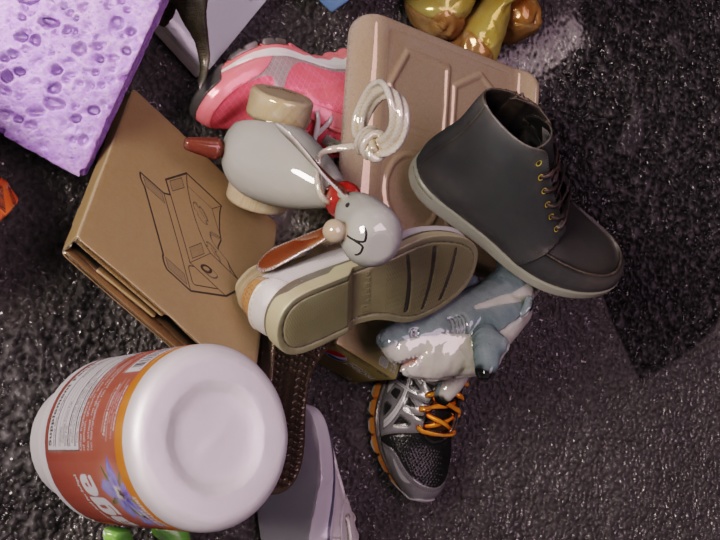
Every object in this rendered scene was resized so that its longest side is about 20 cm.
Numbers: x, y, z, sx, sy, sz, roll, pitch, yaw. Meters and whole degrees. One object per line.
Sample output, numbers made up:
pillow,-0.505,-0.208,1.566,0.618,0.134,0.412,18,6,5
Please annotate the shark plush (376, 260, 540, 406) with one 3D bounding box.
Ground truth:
shark plush,0.100,0.016,0.995,0.083,0.091,0.200,44,73,-1

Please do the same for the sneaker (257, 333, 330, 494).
sneaker,-0.074,0.072,0.959,0.070,0.075,0.203,38,55,-40

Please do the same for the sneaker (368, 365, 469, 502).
sneaker,0.059,0.092,1.054,0.077,0.077,0.204,8,80,-37

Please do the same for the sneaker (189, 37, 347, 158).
sneaker,-0.039,-0.130,0.997,0.198,0.074,0.087,-11,60,-38

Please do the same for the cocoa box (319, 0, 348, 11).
cocoa box,-0.033,-0.338,1.000,0.200,0.133,0.132,40,48,-26

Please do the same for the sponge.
sponge,-0.196,-0.180,0.861,0.110,0.030,0.202,26,94,-4

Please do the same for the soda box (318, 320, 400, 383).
soda box,0.018,-0.012,1.047,0.067,0.064,0.202,32,66,-28

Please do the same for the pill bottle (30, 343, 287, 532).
pill bottle,-0.142,0.111,0.824,0.111,0.199,0.114,6,79,-34

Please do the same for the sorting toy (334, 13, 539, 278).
sorting toy,0.063,-0.095,1.031,0.198,0.036,0.188,11,79,-37

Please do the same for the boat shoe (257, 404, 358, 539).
boat shoe,-0.032,0.206,0.976,0.065,0.071,0.203,6,75,-50

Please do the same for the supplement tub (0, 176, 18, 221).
supplement tub,-0.313,-0.092,0.776,0.123,0.122,0.201,-47,110,-31

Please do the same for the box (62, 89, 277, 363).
box,-0.127,-0.023,0.900,0.163,0.021,0.201,44,26,-25

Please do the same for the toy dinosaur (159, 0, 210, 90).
toy dinosaur,-0.139,-0.236,0.907,0.076,0.102,0.203,0,82,-35

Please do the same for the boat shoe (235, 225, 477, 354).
boat shoe,0.000,0.000,0.922,0.198,0.068,0.076,-14,125,-38

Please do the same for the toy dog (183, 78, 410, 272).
toy dog,-0.056,-0.067,0.882,0.095,0.199,0.134,-1,95,-33

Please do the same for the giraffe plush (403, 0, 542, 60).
giraffe plush,0.143,-0.293,1.119,0.172,0.161,0.201,43,61,-23

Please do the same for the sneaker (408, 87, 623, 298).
sneaker,0.143,-0.054,0.966,0.198,0.106,0.076,28,49,-17

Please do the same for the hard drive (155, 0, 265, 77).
hard drive,-0.156,-0.270,0.979,0.200,0.026,0.133,47,59,-21

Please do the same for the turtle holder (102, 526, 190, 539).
turtle holder,-0.125,0.255,0.873,0.139,0.186,0.134,17,87,1
